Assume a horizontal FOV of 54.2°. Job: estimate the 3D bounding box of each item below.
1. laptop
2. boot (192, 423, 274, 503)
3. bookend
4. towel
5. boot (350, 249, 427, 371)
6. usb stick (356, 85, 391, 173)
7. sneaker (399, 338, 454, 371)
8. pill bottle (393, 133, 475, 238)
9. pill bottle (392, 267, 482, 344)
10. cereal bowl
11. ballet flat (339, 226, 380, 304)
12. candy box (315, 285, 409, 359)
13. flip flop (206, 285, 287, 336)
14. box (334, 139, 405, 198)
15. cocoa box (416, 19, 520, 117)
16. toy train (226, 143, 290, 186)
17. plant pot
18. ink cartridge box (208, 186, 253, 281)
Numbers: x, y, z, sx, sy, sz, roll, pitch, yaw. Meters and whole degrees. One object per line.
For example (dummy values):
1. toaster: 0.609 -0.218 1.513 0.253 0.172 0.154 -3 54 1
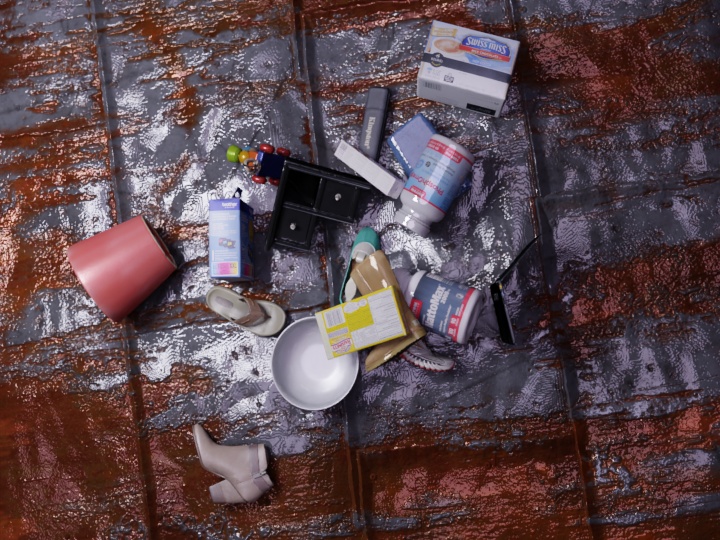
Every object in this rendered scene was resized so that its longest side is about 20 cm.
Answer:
1. laptop: 0.337 0.042 1.472 0.113 0.187 0.204 -13 85 5
2. boot: -0.280 0.420 1.573 0.144 0.070 0.204 -20 86 -3
3. bookend: -0.097 -0.126 1.558 0.195 0.092 0.204 14 103 -9
4. towel: 0.152 -0.242 1.580 0.111 0.049 0.202 -33 85 6
5. boot: 0.035 0.088 1.493 0.174 0.066 0.202 -37 75 25
6. usb stick: 0.028 -0.319 1.605 0.054 0.033 0.204 10 88 12
7. sneaker: 0.118 0.161 1.541 0.197 0.078 0.083 26 88 6
8. pill bottle: 0.152 -0.177 1.500 0.107 0.109 0.203 29 94 7
9. pill bottle: 0.152 0.069 1.518 0.197 0.119 0.122 20 88 19
10. cereal bowl: -0.096 0.203 1.556 0.195 0.083 0.205 0 86 5
11. ballet flat: 0.000 0.000 1.567 0.066 0.070 0.204 14 87 7
12. candy box: 0.001 0.110 1.461 0.197 0.026 0.104 -20 85 29
13. flip flop: -0.262 0.090 1.592 0.197 0.058 0.082 23 88 7
14. box: 0.018 -0.223 1.542 0.200 0.038 0.042 41 108 38
15. cocoa box: 0.233 -0.439 1.542 0.196 0.133 0.134 16 87 6
16. toy train: -0.246 -0.244 1.540 0.114 0.199 0.086 21 101 22
17. plant pot: -0.521 -0.017 1.568 0.176 0.201 0.202 -34 84 -7
18. ink cartridge box: -0.286 -0.081 1.567 0.075 0.136 0.205 -3 86 3
